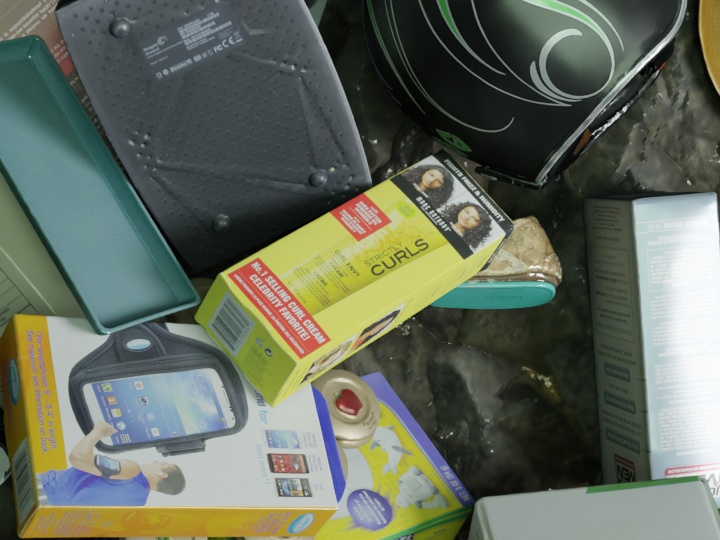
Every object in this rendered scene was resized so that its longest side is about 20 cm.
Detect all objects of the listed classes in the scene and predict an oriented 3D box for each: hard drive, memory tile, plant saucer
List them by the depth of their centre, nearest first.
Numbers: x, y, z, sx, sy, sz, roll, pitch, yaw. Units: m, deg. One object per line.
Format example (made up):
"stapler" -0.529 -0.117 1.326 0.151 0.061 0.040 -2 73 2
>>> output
"plant saucer" -0.169 -0.049 1.016 0.070 0.019 0.201 -18 68 -39
"hard drive" -0.082 -0.103 1.025 0.134 0.042 0.201 -25 129 0
"memory tile" -0.080 0.101 1.029 0.153 0.017 0.200 35 47 -3

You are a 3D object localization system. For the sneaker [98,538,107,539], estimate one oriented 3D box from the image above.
"sneaker" -0.111 0.208 1.044 0.199 0.073 0.115 -12 87 -15

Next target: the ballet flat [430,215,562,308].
"ballet flat" 0.031 -0.007 1.155 0.199 0.071 0.066 -1 66 -13

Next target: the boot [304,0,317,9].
"boot" -0.082 -0.219 1.080 0.200 0.168 0.076 -37 141 8

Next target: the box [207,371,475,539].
"box" -0.041 0.138 1.080 0.199 0.048 0.117 -16 56 -36

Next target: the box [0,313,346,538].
"box" -0.097 0.088 0.991 0.199 0.042 0.120 3 55 -26

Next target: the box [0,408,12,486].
"box" -0.303 0.069 1.027 0.200 0.182 0.104 45 82 -10

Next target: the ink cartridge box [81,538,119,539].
"ink cartridge box" -0.138 0.240 1.117 0.199 0.083 0.148 -9 95 -11

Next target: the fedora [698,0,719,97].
"fedora" 0.324 -0.176 1.181 0.199 0.082 0.202 -1 93 -10

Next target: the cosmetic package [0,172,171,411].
"cosmetic package" -0.198 0.020 1.078 0.200 0.105 0.071 53 42 -9

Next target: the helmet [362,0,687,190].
"helmet" 0.095 -0.170 1.089 0.191 0.200 0.200 44 85 7

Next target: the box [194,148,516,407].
"box" 0.000 0.000 1.051 0.200 0.050 0.075 -30 72 -39

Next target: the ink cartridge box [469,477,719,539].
"ink cartridge box" 0.137 0.225 1.107 0.146 0.083 0.201 -6 139 -9

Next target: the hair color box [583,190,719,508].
"hair color box" 0.195 0.050 1.161 0.060 0.099 0.201 -5 94 -11

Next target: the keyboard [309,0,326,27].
"keyboard" -0.052 -0.157 1.112 0.056 0.011 0.201 27 69 -26

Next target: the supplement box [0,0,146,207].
"supplement box" -0.178 -0.135 1.101 0.109 0.061 0.200 -42 99 -6
